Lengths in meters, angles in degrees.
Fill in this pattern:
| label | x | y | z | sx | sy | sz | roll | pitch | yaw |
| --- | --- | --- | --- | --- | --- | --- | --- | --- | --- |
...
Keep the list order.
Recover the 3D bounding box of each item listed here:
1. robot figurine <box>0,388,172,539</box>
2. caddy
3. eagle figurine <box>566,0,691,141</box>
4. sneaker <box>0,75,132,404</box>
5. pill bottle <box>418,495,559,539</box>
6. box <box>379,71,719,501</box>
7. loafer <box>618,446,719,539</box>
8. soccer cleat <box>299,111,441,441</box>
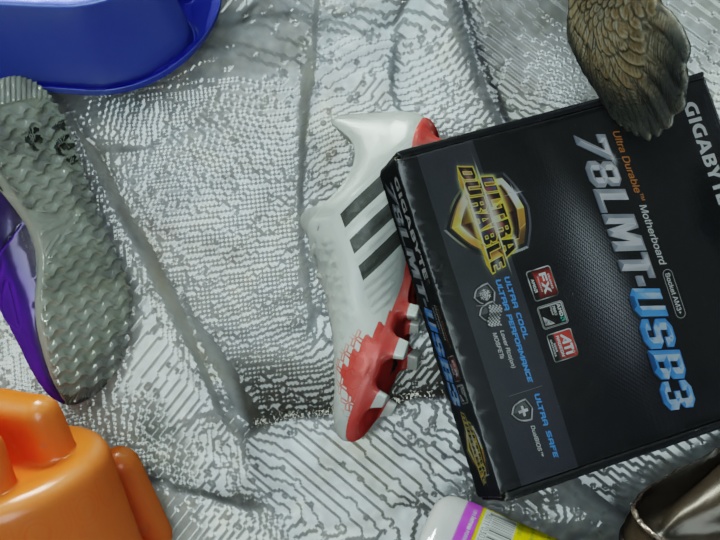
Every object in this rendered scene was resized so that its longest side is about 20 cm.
| label | x | y | z | sx | sy | sz | roll | pitch | yaw |
| --- | --- | --- | --- | --- | --- | --- | --- | --- | --- |
| robot figurine | -0.180 | 0.168 | 0.773 | 0.116 | 0.144 | 0.200 | -14 | 108 | 9 |
| caddy | -0.186 | -0.178 | 0.830 | 0.200 | 0.105 | 0.142 | 4 | 63 | 7 |
| eagle figurine | 0.129 | -0.184 | 0.743 | 0.152 | 0.151 | 0.200 | 22 | 51 | 6 |
| sneaker | -0.209 | -0.016 | 0.838 | 0.099 | 0.070 | 0.200 | -4 | 105 | 40 |
| pill bottle | 0.115 | 0.205 | 0.731 | 0.200 | 0.104 | 0.104 | 23 | 88 | 8 |
| box | 0.134 | 0.007 | 0.776 | 0.198 | 0.050 | 0.200 | -15 | 84 | -13 |
| loafer | 0.230 | 0.106 | 0.752 | 0.200 | 0.073 | 0.071 | -22 | 124 | -13 |
| soccer cleat | 0.000 | 0.000 | 0.812 | 0.085 | 0.069 | 0.200 | 11 | 82 | 12 |
